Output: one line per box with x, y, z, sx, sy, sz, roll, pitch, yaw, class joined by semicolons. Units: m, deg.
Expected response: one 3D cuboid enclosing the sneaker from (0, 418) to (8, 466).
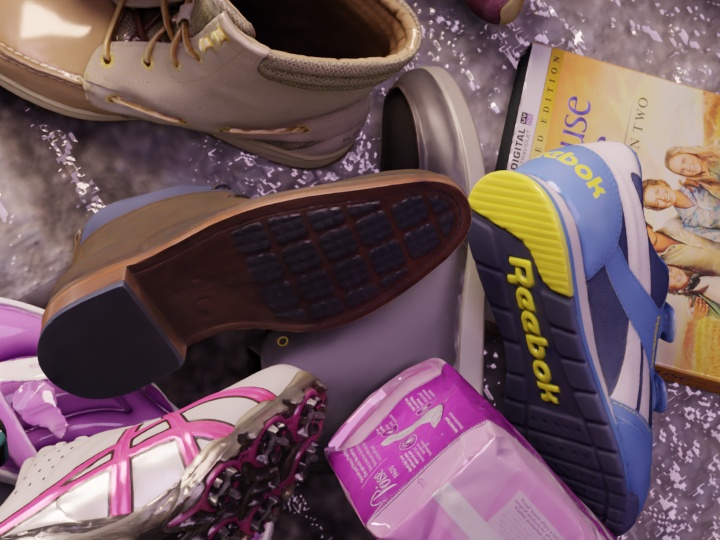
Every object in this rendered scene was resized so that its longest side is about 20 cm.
-0.192;0.057;0.860;0.080;0.071;0.201;-10;99;16;sneaker

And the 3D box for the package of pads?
0.079;0.136;0.864;0.076;0.121;0.200;-43;109;1;package of pads

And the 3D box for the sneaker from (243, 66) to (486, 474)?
0.000;0.000;0.928;0.106;0.075;0.201;1;79;-13;sneaker

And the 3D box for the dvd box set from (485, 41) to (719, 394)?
0.161;-0.018;0.986;0.199;0.029;0.147;15;76;-8;dvd box set

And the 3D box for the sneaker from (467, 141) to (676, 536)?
0.109;0.032;0.910;0.082;0.074;0.200;-34;127;-35;sneaker

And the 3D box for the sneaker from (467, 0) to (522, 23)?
0.012;-0.201;0.972;0.090;0.075;0.200;-22;76;-7;sneaker

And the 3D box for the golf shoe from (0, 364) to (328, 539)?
-0.096;0.089;0.827;0.092;0.073;0.200;33;49;26;golf shoe

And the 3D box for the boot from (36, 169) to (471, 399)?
-0.050;-0.019;0.884;0.200;0.097;0.075;-19;124;9;boot

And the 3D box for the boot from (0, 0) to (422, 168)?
-0.080;-0.110;0.894;0.199;0.155;0.072;16;76;-9;boot

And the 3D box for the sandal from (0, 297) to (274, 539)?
-0.126;0.069;0.903;0.202;0.050;0.083;28;73;-2;sandal
